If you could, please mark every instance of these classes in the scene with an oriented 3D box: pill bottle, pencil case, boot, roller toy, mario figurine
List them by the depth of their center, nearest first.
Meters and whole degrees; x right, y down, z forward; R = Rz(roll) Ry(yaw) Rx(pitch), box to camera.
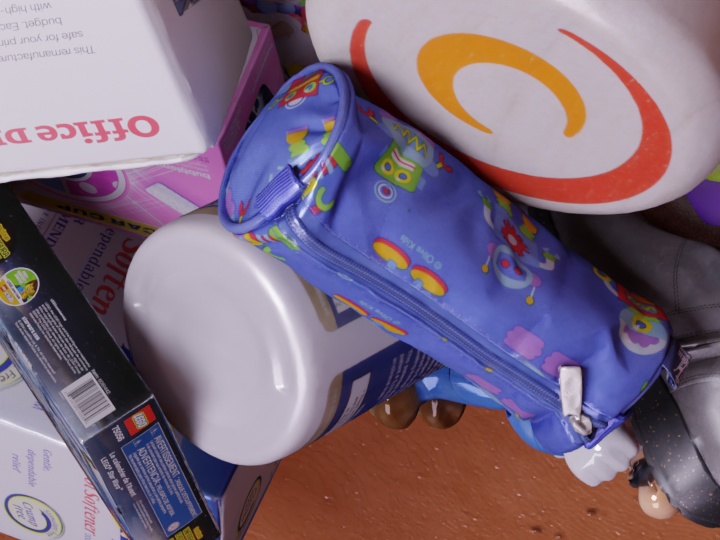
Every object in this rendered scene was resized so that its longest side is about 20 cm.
[{"bbox_3d":[0.079,-0.126,1.206,0.182,0.140,0.200,6,149,32],"label":"roller toy"},{"bbox_3d":[0.037,0.001,1.219,0.200,0.087,0.078,35,117,-21],"label":"pencil case"},{"bbox_3d":[0.161,-0.001,1.294,0.131,0.070,0.201,-36,70,25],"label":"boot"},{"bbox_3d":[0.000,0.000,1.322,0.111,0.200,0.112,20,122,36],"label":"pill bottle"},{"bbox_3d":[0.104,0.079,1.402,0.199,0.124,0.106,7,127,30],"label":"mario figurine"}]

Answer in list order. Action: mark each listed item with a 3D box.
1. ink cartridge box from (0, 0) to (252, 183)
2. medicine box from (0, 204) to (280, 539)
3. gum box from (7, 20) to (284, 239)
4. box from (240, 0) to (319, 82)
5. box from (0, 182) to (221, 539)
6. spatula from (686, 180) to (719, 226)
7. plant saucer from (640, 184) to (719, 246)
[{"bbox_3d":[-0.146,-0.138,1.205,0.145,0.088,0.201,-5,130,21],"label":"ink cartridge box"},{"bbox_3d":[-0.128,0.040,1.496,0.199,0.183,0.103,19,143,10],"label":"medicine box"},{"bbox_3d":[-0.124,-0.076,1.367,0.199,0.066,0.114,15,155,16],"label":"gum box"},{"bbox_3d":[-0.055,-0.111,1.390,0.155,0.041,0.200,19,142,10],"label":"box"},{"bbox_3d":[-0.139,0.026,1.324,0.200,0.040,0.137,53,170,29],"label":"box"},{"bbox_3d":[0.186,0.016,1.348,0.056,0.021,0.201,-10,107,36],"label":"spatula"},{"bbox_3d":[0.119,0.003,1.428,0.200,0.037,0.201,16,142,13],"label":"plant saucer"}]
